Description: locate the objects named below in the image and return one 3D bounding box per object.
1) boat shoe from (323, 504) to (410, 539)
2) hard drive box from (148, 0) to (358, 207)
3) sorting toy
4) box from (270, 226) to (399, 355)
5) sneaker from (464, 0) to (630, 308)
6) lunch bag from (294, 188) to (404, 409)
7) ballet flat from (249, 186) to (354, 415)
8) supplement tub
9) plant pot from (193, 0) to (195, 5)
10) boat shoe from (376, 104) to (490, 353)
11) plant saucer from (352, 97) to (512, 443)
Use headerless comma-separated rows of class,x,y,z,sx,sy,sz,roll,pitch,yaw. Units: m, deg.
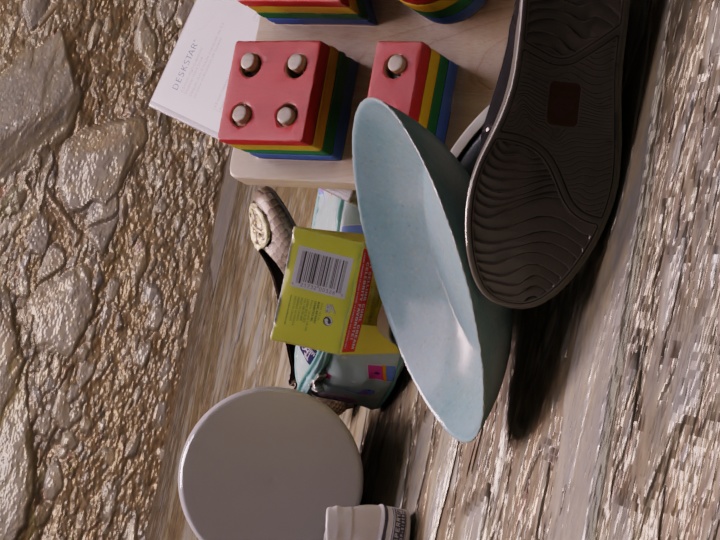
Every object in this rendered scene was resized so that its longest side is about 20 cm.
boat shoe,-0.021,0.219,1.636,0.074,0.065,0.200,-87,13,-46
hard drive box,-0.029,-0.144,1.693,0.077,0.200,0.156,21,-84,-55
sorting toy,0.003,-0.157,1.585,0.070,0.200,0.199,25,-107,-54
box,0.004,0.014,1.550,0.200,0.050,0.075,7,-84,-71
sneaker,0.105,-0.081,1.276,0.106,0.075,0.200,-48,-29,-82
lunch bag,0.000,0.000,1.772,0.160,0.077,0.200,126,155,-70
ballet flat,-0.054,0.029,1.885,0.067,0.046,0.200,-130,21,-64
supplement tub,-0.066,0.151,1.749,0.200,0.132,0.132,127,154,-86
plant pot,0.003,-0.242,1.837,0.190,0.200,0.200,-52,24,42
boat shoe,0.075,-0.020,1.441,0.062,0.073,0.200,44,127,27
plant saucer,0.047,-0.005,1.357,0.201,0.039,0.201,163,90,-78
